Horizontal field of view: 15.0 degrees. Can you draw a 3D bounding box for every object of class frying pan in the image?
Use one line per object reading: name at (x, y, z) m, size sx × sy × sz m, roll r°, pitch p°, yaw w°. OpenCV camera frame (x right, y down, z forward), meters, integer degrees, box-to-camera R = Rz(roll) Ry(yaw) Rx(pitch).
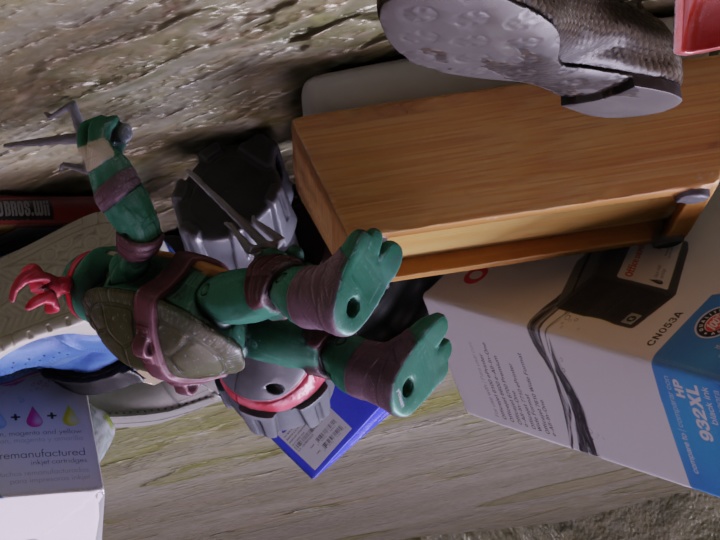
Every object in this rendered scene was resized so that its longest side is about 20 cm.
frying pan at (0.000, 0.013, 1.379) m, size 0.031 × 0.115 × 0.190 m, roll 23°, pitch -136°, yaw 23°

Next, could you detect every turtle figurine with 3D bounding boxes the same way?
turtle figurine at (-0.064, 0.004, 1.182) m, size 0.199 × 0.101 × 0.150 m, roll 16°, pitch 172°, yaw 34°

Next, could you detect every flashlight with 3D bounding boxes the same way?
flashlight at (-0.054, 0.013, 1.358) m, size 0.068 × 0.068 × 0.200 m, roll -12°, pitch 152°, yaw 3°

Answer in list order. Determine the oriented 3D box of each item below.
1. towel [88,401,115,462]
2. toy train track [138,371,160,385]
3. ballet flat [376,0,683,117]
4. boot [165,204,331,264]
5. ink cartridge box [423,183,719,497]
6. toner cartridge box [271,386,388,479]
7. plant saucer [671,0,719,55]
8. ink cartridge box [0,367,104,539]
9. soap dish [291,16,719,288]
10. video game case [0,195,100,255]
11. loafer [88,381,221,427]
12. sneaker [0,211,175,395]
towel at (-0.253, 0.105, 1.458) m, size 0.199 × 0.172 × 0.048 m, roll 17°, pitch 132°, yaw 12°
toy train track at (-0.061, 0.035, 1.580) m, size 0.114 × 0.033 × 0.199 m, roll 21°, pitch -149°, yaw 40°
ballet flat at (0.070, -0.101, 1.092) m, size 0.067 × 0.047 × 0.200 m, roll -11°, pitch 166°, yaw 34°
boot at (-0.014, 0.000, 1.536) m, size 0.186 × 0.065 × 0.199 m, roll -15°, pitch 174°, yaw 41°
ink cartridge box at (0.153, 0.020, 1.337) m, size 0.199 × 0.084 × 0.145 m, roll 16°, pitch -131°, yaw 45°
toner cartridge box at (0.013, 0.057, 1.640) m, size 0.095 × 0.043 × 0.200 m, roll -46°, pitch 176°, yaw 16°
plant saucer at (0.212, -0.137, 1.026) m, size 0.198 × 0.037 × 0.200 m, roll -11°, pitch 171°, yaw 5°
ink cartridge box at (-0.201, 0.071, 1.417) m, size 0.114 × 0.201 × 0.068 m, roll -3°, pitch 129°, yaw -12°
soap dish at (0.070, -0.049, 1.250) m, size 0.199 × 0.082 × 0.157 m, roll -8°, pitch 170°, yaw -2°
video game case at (-0.223, -0.012, 1.361) m, size 0.199 × 0.018 × 0.143 m, roll -2°, pitch 168°, yaw -41°
loafer at (-0.095, 0.048, 1.685) m, size 0.199 × 0.070 × 0.070 m, roll -21°, pitch 172°, yaw 9°
sneaker at (-0.179, 0.030, 1.362) m, size 0.199 × 0.077 × 0.111 m, roll -18°, pitch 160°, yaw 7°
